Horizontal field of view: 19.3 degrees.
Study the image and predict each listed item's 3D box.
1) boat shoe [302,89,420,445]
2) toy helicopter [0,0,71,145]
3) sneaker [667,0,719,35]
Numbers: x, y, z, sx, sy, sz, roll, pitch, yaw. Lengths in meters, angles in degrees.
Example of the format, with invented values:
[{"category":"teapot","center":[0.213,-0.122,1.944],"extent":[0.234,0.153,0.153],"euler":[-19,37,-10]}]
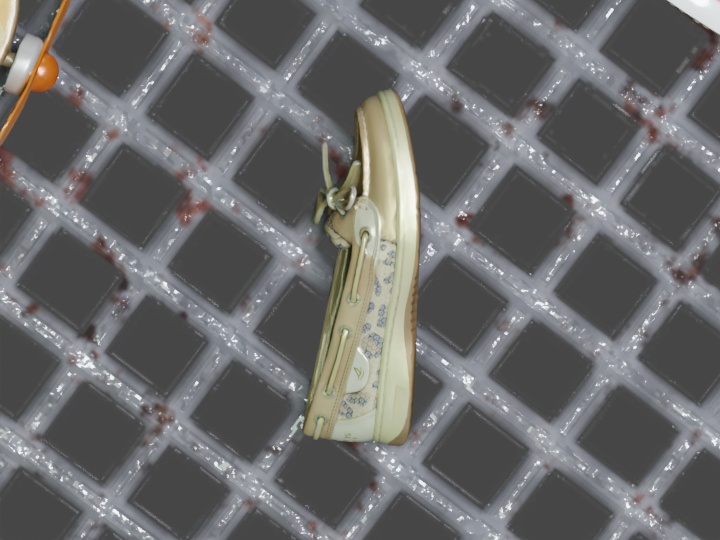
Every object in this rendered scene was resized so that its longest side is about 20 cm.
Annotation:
[{"category":"boat shoe","center":[0.000,0.000,1.183],"extent":[0.062,0.073,0.202],"euler":[1,98,-2]},{"category":"toy helicopter","center":[-0.194,-0.159,1.165],"extent":[0.200,0.079,0.132],"euler":[-41,93,-2]},{"category":"sneaker","center":[0.176,-0.204,1.153],"extent":[0.200,0.075,0.105],"euler":[37,102,0]}]
